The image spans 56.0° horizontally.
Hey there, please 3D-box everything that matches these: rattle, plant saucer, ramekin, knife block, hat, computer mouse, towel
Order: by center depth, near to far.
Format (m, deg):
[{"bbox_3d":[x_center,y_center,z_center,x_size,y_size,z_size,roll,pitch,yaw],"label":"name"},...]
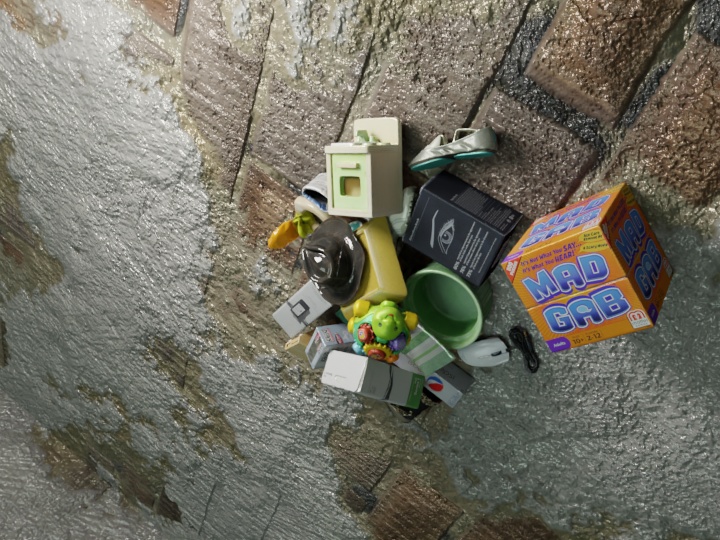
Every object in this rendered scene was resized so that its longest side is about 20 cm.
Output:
[{"bbox_3d":[-0.081,-0.020,1.494,0.200,0.080,0.202,3,93,50],"label":"hat"},{"bbox_3d":[0.000,0.000,1.499,0.200,0.048,0.202,-31,68,44],"label":"plant saucer"},{"bbox_3d":[0.198,0.066,1.516,0.199,0.098,0.201,18,127,26],"label":"ramekin"},{"bbox_3d":[0.303,0.191,1.556,0.199,0.044,0.110,-11,111,39],"label":"computer mouse"},{"bbox_3d":[0.111,0.157,1.561,0.200,0.023,0.153,43,150,2],"label":"towel"},{"bbox_3d":[-0.098,-0.079,1.600,0.199,0.143,0.131,34,141,18],"label":"rattle"},{"bbox_3d":[-0.078,0.227,1.754,0.064,0.199,0.177,-31,84,41],"label":"knife block"}]

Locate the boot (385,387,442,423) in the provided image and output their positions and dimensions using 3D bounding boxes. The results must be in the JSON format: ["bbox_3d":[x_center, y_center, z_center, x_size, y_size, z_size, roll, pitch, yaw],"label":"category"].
[{"bbox_3d":[0.105,0.296,1.742,0.200,0.073,0.150,49,135,-5],"label":"boot"}]

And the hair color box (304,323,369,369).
[{"bbox_3d":[-0.027,0.179,1.678,0.061,0.199,0.099,61,141,32],"label":"hair color box"}]

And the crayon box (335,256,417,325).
[{"bbox_3d":[0.036,0.038,1.593,0.052,0.126,0.200,44,133,-7],"label":"crayon box"}]

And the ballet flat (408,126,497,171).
[{"bbox_3d":[0.185,-0.248,1.367,0.199,0.067,0.064,-7,86,37],"label":"ballet flat"}]

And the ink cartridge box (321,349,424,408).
[{"bbox_3d":[0.030,0.257,1.598,0.199,0.085,0.146,25,166,-39],"label":"ink cartridge box"}]

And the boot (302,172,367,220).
[{"bbox_3d":[-0.038,-0.151,1.550,0.199,0.096,0.074,27,130,16],"label":"boot"}]

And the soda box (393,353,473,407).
[{"bbox_3d":[0.172,0.241,1.663,0.199,0.068,0.064,37,133,11],"label":"soda box"}]

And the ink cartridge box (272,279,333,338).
[{"bbox_3d":[-0.112,0.068,1.705,0.084,0.145,0.200,49,133,-1],"label":"ink cartridge box"}]

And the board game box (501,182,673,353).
[{"bbox_3d":[0.420,-0.004,1.244,0.199,0.200,0.201,-25,102,42],"label":"board game box"}]

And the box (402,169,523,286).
[{"bbox_3d":[0.208,-0.089,1.408,0.199,0.104,0.149,33,132,15],"label":"box"}]

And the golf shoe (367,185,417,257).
[{"bbox_3d":[0.063,-0.108,1.499,0.097,0.078,0.201,21,127,1],"label":"golf shoe"}]

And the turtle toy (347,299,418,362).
[{"bbox_3d":[0.046,0.129,1.442,0.145,0.102,0.200,14,146,-2],"label":"turtle toy"}]

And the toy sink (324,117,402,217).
[{"bbox_3d":[0.005,-0.218,1.421,0.130,0.112,0.202,9,105,41],"label":"toy sink"}]
